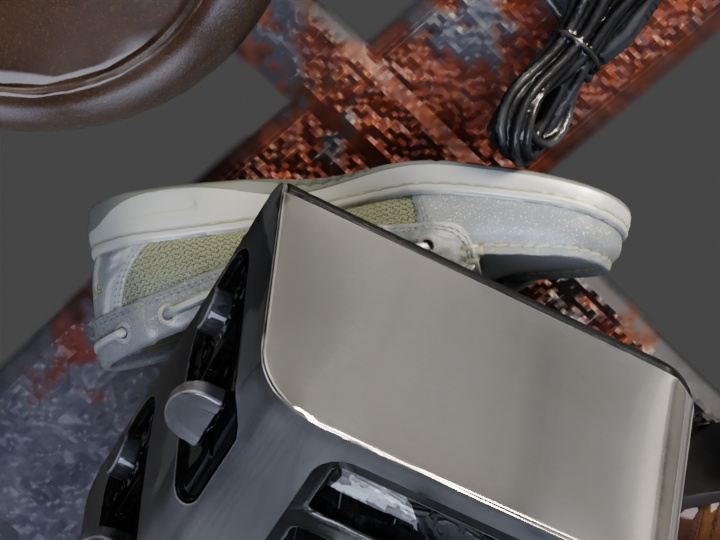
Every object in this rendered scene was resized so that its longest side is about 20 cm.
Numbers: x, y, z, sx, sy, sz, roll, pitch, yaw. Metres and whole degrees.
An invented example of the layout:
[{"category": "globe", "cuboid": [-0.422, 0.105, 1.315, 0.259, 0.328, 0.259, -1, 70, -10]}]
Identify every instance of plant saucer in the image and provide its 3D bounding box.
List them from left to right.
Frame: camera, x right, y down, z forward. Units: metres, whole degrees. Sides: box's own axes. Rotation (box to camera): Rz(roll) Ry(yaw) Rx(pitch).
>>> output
[{"category": "plant saucer", "cuboid": [-0.121, -0.135, 1.040, 0.200, 0.032, 0.201, 0, 117, 0]}]

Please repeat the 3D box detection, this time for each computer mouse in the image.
[{"category": "computer mouse", "cuboid": [0.025, -0.138, 1.011, 0.200, 0.044, 0.110, 42, 88, -17]}]

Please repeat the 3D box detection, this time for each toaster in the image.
[{"category": "toaster", "cuboid": [0.010, 0.094, 1.024, 0.200, 0.119, 0.181, 25, 129, -11]}]

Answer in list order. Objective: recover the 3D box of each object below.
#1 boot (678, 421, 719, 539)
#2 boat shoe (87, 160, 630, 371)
[{"category": "boot", "cuboid": [0.156, 0.136, 1.168, 0.188, 0.069, 0.200, -30, 120, 8]}, {"category": "boat shoe", "cuboid": [-0.001, 0.000, 1.070, 0.202, 0.074, 0.065, -3, 79, 7]}]
